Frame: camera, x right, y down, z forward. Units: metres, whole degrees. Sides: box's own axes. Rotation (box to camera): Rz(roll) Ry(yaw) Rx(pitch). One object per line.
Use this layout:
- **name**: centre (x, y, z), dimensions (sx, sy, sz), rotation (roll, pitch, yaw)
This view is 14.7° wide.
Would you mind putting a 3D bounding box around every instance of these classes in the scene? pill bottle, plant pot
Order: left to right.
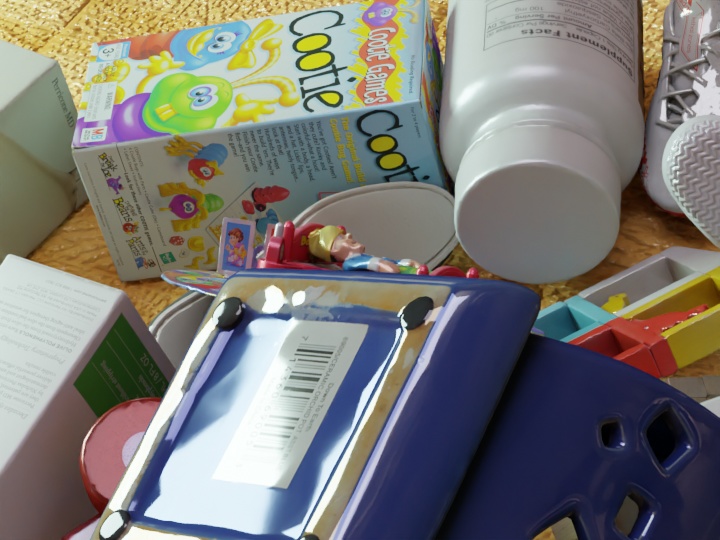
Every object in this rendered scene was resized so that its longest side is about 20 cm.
- **plant pot**: centre (0.015, 0.107, 1.163), dimensions (0.200, 0.180, 0.200), rotation (3, 58, 47)
- **pill bottle**: centre (0.101, -0.092, 1.557), dimensions (0.114, 0.114, 0.200), rotation (-7, 41, 12)

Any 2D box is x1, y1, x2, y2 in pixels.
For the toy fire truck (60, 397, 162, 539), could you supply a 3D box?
- **toy fire truck**: centre (-0.039, 0.132, 1.375), dimensions (0.200, 0.112, 0.168), rotation (-32, 61, -15)

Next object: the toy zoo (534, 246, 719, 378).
- **toy zoo**: centre (0.130, 0.034, 1.437), dimensions (0.200, 0.020, 0.131), rotation (-26, 15, -10)

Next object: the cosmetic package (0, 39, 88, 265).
- **cosmetic package**: centre (-0.251, -0.035, 1.626), dimensions (0.073, 0.104, 0.200), rotation (22, 55, 35)

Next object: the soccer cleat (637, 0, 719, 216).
- **soccer cleat**: centre (0.193, -0.112, 1.571), dimensions (0.069, 0.085, 0.200), rotation (2, 44, 20)

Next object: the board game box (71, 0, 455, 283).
- **board game box**: centre (-0.051, -0.076, 1.601), dimensions (0.200, 0.105, 0.103), rotation (-7, 41, 11)

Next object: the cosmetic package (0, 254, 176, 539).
- **cosmetic package**: centre (-0.184, 0.106, 1.415), dimensions (0.085, 0.108, 0.200), rotation (17, 64, 31)

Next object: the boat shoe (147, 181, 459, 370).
- **boat shoe**: centre (-0.036, 0.011, 1.534), dimensions (0.200, 0.057, 0.067), rotation (-29, 82, -18)

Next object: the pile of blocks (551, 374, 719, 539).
- **pile of blocks**: centre (0.131, 0.129, 1.356), dimensions (0.062, 0.082, 0.200), rotation (-39, 6, 48)

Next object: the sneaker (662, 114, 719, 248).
- **sneaker**: centre (0.221, -0.047, 1.448), dimensions (0.200, 0.076, 0.114), rotation (16, 17, -30)

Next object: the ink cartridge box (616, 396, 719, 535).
- **ink cartridge box**: centre (0.229, 0.115, 1.267), dimensions (0.200, 0.084, 0.145), rotation (-17, 38, -27)

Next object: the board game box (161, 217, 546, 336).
- **board game box**: centre (0.000, 0.000, 1.428), dimensions (0.200, 0.039, 0.158), rotation (8, 4, -11)
